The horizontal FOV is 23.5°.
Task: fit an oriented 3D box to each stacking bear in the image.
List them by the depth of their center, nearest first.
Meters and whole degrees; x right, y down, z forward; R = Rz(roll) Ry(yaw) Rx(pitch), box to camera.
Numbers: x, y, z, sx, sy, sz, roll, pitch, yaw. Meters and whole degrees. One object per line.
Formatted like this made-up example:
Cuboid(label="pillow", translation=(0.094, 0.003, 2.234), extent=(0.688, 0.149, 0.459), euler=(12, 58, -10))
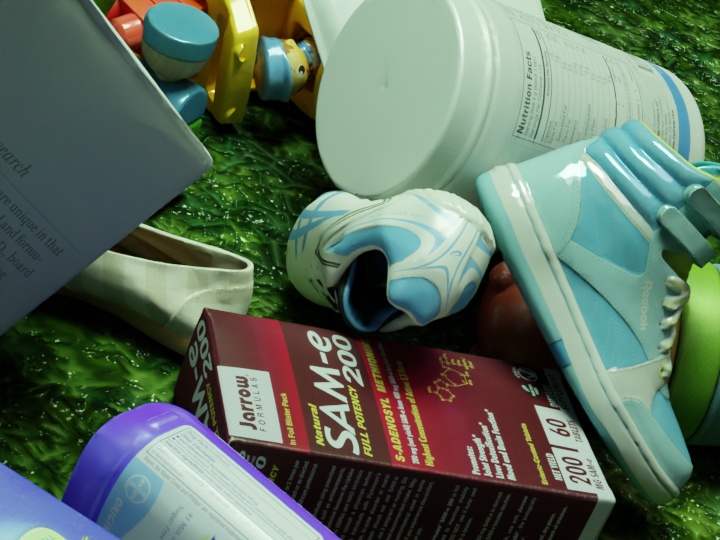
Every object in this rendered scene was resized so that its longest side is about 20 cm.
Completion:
Cuboid(label="stacking bear", translation=(0.164, 0.040, 0.995), extent=(0.200, 0.122, 0.114), euler=(9, 32, -5))

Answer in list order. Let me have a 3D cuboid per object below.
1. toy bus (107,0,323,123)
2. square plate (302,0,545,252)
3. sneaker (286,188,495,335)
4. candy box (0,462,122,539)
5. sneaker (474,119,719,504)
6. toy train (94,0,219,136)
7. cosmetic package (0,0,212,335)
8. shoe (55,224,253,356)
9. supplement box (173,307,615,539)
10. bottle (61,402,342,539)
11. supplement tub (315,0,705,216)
Cuboid(label="toy bus", translation=(-0.076, -0.163, 1.139), extent=(0.192, 0.136, 0.200), euler=(-27, 58, -37))
Cuboid(label="square plate", translation=(0.067, -0.108, 1.090), extent=(0.198, 0.028, 0.200), euler=(-20, 94, -41))
Cuboid(label="sneaker", translation=(0.000, 0.000, 0.912), extent=(0.072, 0.200, 0.072), euler=(46, 71, -13))
Cuboid(label="candy box", translation=(-0.112, 0.176, 0.620), extent=(0.200, 0.077, 0.169), euler=(30, 30, 13))
Cuboid(label="sneaker", translation=(0.157, 0.014, 0.903), extent=(0.200, 0.130, 0.080), euler=(63, 3, -8))
Cuboid(label="toy train", translation=(-0.178, -0.132, 1.020), extent=(0.200, 0.116, 0.085), euler=(31, 31, 13))
Cuboid(label="cosmetic package", translation=(-0.210, -0.074, 0.774), extent=(0.165, 0.200, 0.165), euler=(49, -2, 38))
Cuboid(label="shoe", translation=(-0.149, -0.016, 0.919), extent=(0.200, 0.053, 0.070), euler=(23, 30, 0))
Cuboid(label="supplement box", translation=(0.014, 0.087, 0.859), extent=(0.200, 0.061, 0.109), euler=(10, 31, -19))
Cuboid(label="bottle", translation=(-0.038, 0.141, 0.719), extent=(0.200, 0.084, 0.065), euler=(38, 31, 22))
Cuboid(label="supplement tub", translation=(0.089, -0.080, 0.998), extent=(0.200, 0.132, 0.132), euler=(13, 30, -36))
